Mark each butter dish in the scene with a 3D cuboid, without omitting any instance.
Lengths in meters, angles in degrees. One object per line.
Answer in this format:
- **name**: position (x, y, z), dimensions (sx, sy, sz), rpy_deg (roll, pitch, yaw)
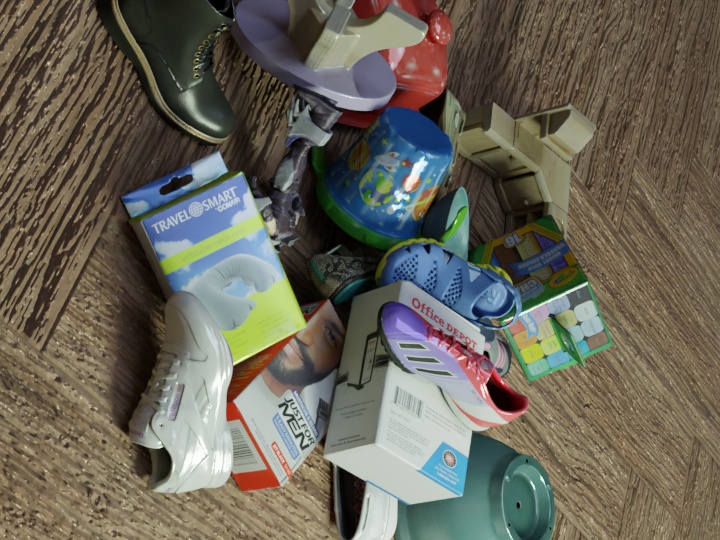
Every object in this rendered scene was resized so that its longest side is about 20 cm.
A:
- **butter dish**: position (0.045, -0.279, 1.681), dimensions (0.199, 0.148, 0.200), rpy_deg (2, 79, -51)

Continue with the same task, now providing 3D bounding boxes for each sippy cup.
- **sippy cup**: position (0.037, -0.114, 1.595), dimensions (0.178, 0.130, 0.140), rpy_deg (21, 32, -23)

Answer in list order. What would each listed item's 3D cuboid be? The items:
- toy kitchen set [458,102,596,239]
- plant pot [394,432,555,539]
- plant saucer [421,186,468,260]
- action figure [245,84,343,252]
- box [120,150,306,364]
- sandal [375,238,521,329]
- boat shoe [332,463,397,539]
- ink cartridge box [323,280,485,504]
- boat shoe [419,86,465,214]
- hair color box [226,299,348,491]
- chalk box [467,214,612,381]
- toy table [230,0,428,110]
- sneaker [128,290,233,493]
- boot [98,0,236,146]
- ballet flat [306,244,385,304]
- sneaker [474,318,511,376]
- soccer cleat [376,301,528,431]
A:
- **toy kitchen set**: position (0.229, -0.110, 1.853), dimensions (0.200, 0.163, 0.181), rpy_deg (31, 57, -43)
- **plant pot**: position (0.149, 0.287, 1.664), dimensions (0.200, 0.134, 0.200), rpy_deg (17, 67, -48)
- **plant saucer**: position (0.100, -0.006, 1.711), dimensions (0.200, 0.036, 0.200), rpy_deg (7, 90, -77)
- **action figure**: position (-0.082, -0.097, 1.496), dimensions (0.130, 0.069, 0.200), rpy_deg (-42, 155, -80)
- **box**: position (-0.147, -0.008, 1.405), dimensions (0.122, 0.048, 0.200), rpy_deg (-28, 104, -21)
- **sandal**: position (0.109, 0.020, 1.570), dimensions (0.200, 0.087, 0.080), rpy_deg (11, 109, -31)
- **boat shoe**: position (-0.003, 0.211, 1.554), dimensions (0.069, 0.072, 0.200), rpy_deg (9, 82, -51)
- **ink cartridge box**: position (0.051, 0.134, 1.513), dimensions (0.146, 0.084, 0.200), rpy_deg (35, 52, -34)
- **boat shoe**: position (0.098, -0.146, 1.775), dimensions (0.063, 0.073, 0.201), rpy_deg (39, 44, -33)
- **hair color box**: position (-0.079, 0.131, 1.477), dimensions (0.111, 0.064, 0.200), rpy_deg (62, 39, -18)
- **chalk box**: position (0.236, 0.048, 1.767), dimensions (0.200, 0.124, 0.125), rpy_deg (-107, 171, -53)
- **toy table**: position (-0.034, -0.273, 1.530), dimensions (0.200, 0.117, 0.184), rpy_deg (20, 45, -15)
- **sneaker**: position (-0.175, 0.121, 1.330), dimensions (0.100, 0.075, 0.200), rpy_deg (-9, 99, -36)
- **boot**: position (-0.160, -0.220, 1.411), dimensions (0.200, 0.138, 0.077), rpy_deg (50, 45, -32)
- **ballet flat**: position (0.000, 0.000, 1.609), dimensions (0.075, 0.068, 0.200), rpy_deg (51, 21, 19)
- **sneaker**: position (0.145, 0.111, 1.729), dimensions (0.200, 0.070, 0.082), rpy_deg (55, 36, -58)
- **soccer cleat**: position (0.097, 0.096, 1.457), dimensions (0.200, 0.073, 0.068), rpy_deg (45, 47, -26)
